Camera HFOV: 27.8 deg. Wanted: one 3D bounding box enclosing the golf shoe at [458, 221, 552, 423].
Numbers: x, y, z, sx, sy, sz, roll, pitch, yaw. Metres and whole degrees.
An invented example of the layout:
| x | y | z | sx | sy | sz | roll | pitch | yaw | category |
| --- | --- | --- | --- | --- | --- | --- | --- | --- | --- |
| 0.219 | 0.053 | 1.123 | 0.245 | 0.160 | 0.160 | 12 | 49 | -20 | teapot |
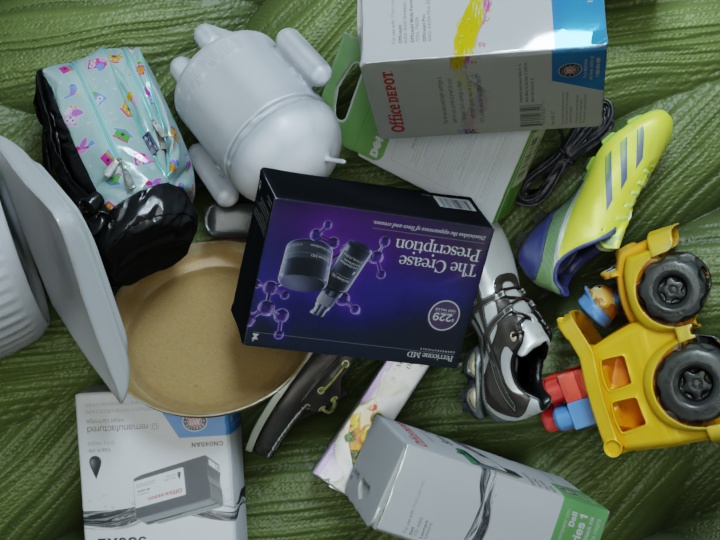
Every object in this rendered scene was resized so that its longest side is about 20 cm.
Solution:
| x | y | z | sx | sy | sz | roll | pitch | yaw | category |
| --- | --- | --- | --- | --- | --- | --- | --- | --- | --- |
| 0.139 | 0.041 | 1.348 | 0.078 | 0.094 | 0.201 | -11 | 95 | -43 | golf shoe |

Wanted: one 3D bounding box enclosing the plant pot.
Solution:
| x | y | z | sx | sy | sz | roll | pitch | yaw | category |
| --- | --- | --- | --- | --- | --- | --- | --- | --- | --- |
| -0.138 | 0.057 | 1.348 | 0.200 | 0.028 | 0.200 | -3 | 52 | 4 | plant pot |

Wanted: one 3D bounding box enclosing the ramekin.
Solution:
| x | y | z | sx | sy | sz | roll | pitch | yaw | category |
| --- | --- | --- | --- | --- | --- | --- | --- | --- | --- |
| -0.357 | -0.009 | 1.320 | 0.105 | 0.200 | 0.201 | -19 | 90 | -8 | ramekin |

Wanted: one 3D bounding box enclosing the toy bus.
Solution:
| x | y | z | sx | sy | sz | roll | pitch | yaw | category |
| --- | --- | --- | --- | --- | --- | --- | --- | --- | --- |
| 0.244 | 0.074 | 1.349 | 0.192 | 0.136 | 0.200 | -16 | 88 | 17 | toy bus |

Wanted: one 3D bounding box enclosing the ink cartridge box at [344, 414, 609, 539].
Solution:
| x | y | z | sx | sy | sz | roll | pitch | yaw | category |
| --- | --- | --- | --- | --- | --- | --- | --- | --- | --- |
| 0.100 | 0.208 | 1.314 | 0.200 | 0.146 | 0.085 | 20 | 91 | -12 | ink cartridge box |

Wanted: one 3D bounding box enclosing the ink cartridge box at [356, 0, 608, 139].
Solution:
| x | y | z | sx | sy | sz | roll | pitch | yaw | category |
| --- | --- | --- | --- | --- | --- | --- | --- | --- | --- |
| 0.102 | -0.210 | 1.233 | 0.199 | 0.147 | 0.145 | -3 | 70 | 6 | ink cartridge box |

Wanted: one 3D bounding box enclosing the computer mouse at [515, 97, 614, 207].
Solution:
| x | y | z | sx | sy | sz | roll | pitch | yaw | category |
| --- | --- | --- | --- | --- | --- | --- | --- | --- | --- |
| 0.128 | -0.155 | 1.384 | 0.200 | 0.046 | 0.141 | 37 | 102 | -1 | computer mouse |

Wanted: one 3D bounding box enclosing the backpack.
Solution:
| x | y | z | sx | sy | sz | roll | pitch | yaw | category |
| --- | --- | --- | --- | --- | --- | --- | --- | --- | --- |
| -0.223 | -0.104 | 1.336 | 0.126 | 0.167 | 0.200 | -19 | 74 | -17 | backpack |

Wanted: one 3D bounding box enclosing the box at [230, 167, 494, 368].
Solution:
| x | y | z | sx | sy | sz | roll | pitch | yaw | category |
| --- | --- | --- | --- | --- | --- | --- | --- | --- | --- |
| 0.000 | 0.000 | 1.282 | 0.200 | 0.079 | 0.141 | 7 | 114 | -17 | box |

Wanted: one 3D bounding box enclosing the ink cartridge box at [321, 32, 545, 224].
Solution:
| x | y | z | sx | sy | sz | roll | pitch | yaw | category |
| --- | --- | --- | --- | --- | --- | --- | --- | --- | --- |
| 0.064 | -0.137 | 1.348 | 0.200 | 0.059 | 0.104 | 28 | 115 | 15 | ink cartridge box |

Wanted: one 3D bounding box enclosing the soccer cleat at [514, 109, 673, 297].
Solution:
| x | y | z | sx | sy | sz | roll | pitch | yaw | category |
| --- | --- | --- | --- | --- | --- | --- | --- | --- | --- |
| 0.231 | -0.060 | 1.356 | 0.200 | 0.065 | 0.084 | -49 | 54 | 7 | soccer cleat |

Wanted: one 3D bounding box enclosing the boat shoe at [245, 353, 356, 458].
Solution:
| x | y | z | sx | sy | sz | roll | pitch | yaw | category |
| --- | --- | --- | --- | --- | --- | --- | --- | --- | --- |
| -0.035 | 0.097 | 1.371 | 0.061 | 0.072 | 0.201 | 33 | 90 | -1 | boat shoe |

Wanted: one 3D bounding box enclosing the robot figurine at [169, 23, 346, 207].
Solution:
| x | y | z | sx | sy | sz | roll | pitch | yaw | category |
| --- | --- | --- | --- | --- | --- | --- | --- | --- | --- |
| -0.094 | -0.139 | 1.331 | 0.200 | 0.113 | 0.170 | 50 | 116 | 27 | robot figurine |

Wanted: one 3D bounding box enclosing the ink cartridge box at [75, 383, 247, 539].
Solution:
| x | y | z | sx | sy | sz | roll | pitch | yaw | category |
| --- | --- | --- | --- | --- | --- | --- | --- | --- | --- |
| -0.184 | 0.207 | 1.370 | 0.144 | 0.084 | 0.201 | -4 | 91 | 2 | ink cartridge box |

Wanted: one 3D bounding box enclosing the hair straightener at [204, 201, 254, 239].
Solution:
| x | y | z | sx | sy | sz | roll | pitch | yaw | category |
| --- | --- | --- | --- | --- | --- | --- | --- | --- | --- |
| -0.049 | -0.040 | 1.367 | 0.199 | 0.077 | 0.041 | 7 | 90 | 1 | hair straightener |

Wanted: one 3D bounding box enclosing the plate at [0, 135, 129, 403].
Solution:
| x | y | z | sx | sy | sz | roll | pitch | yaw | category |
| --- | --- | --- | --- | --- | --- | --- | --- | --- | --- |
| -0.260 | -0.009 | 1.288 | 0.032 | 0.200 | 0.200 | -26 | 126 | -18 | plate |

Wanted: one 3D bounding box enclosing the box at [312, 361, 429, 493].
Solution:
| x | y | z | sx | sy | sz | roll | pitch | yaw | category |
| --- | --- | --- | --- | --- | --- | --- | --- | --- | --- |
| 0.024 | 0.119 | 1.386 | 0.039 | 0.041 | 0.200 | 33 | 90 | -1 | box |
